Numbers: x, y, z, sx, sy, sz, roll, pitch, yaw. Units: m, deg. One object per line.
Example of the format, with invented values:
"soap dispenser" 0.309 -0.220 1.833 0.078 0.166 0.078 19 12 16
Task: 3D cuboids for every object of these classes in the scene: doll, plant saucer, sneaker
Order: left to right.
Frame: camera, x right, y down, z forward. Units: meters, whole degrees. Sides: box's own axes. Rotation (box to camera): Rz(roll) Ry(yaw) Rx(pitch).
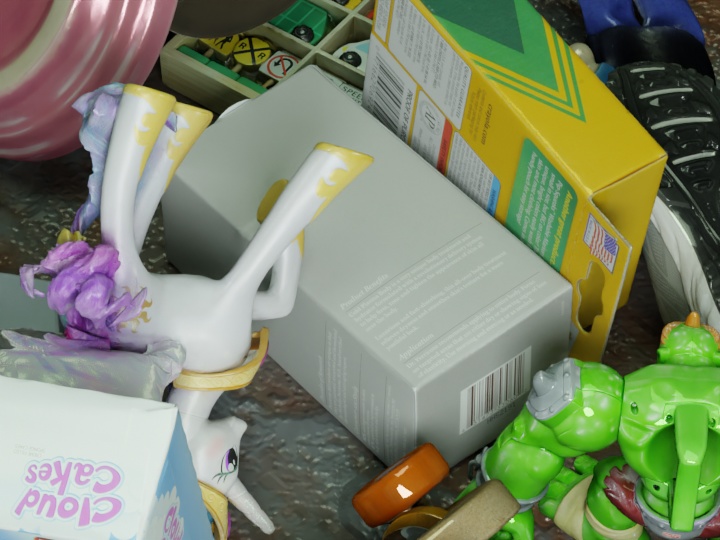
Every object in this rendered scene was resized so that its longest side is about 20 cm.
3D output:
"plant saucer" -0.177 -0.158 1.466 0.051 0.201 0.201 7 34 -49
"doll" 0.158 -0.107 1.501 0.136 0.048 0.200 11 51 -31
"sneaker" 0.163 -0.016 1.399 0.074 0.079 0.200 -9 62 -21

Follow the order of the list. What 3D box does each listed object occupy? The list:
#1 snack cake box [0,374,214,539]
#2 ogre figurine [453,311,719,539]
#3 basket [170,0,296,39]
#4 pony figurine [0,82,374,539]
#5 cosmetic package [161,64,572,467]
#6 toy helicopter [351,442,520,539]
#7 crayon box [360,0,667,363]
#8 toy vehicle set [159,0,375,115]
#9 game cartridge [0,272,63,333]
"snack cake box" -0.129 0.114 1.218 0.115 0.200 0.067 10 66 8
"ogre figurine" 0.149 0.089 1.299 0.200 0.120 0.098 20 52 15
"basket" -0.105 -0.231 1.530 0.136 0.180 0.200 -12 49 -26
"pony figurine" -0.104 0.020 1.289 0.193 0.200 0.167 16 0 -24
"cosmetic package" 0.000 0.000 1.399 0.107 0.090 0.200 -31 54 -24
"toy helicopter" -0.012 0.158 1.246 0.200 0.132 0.079 -37 90 -7
"crayon box" 0.080 -0.055 1.387 0.052 0.126 0.200 -27 62 -22
"toy vehicle set" 0.009 -0.103 1.523 0.200 0.027 0.124 28 55 22
"game cartridge" -0.242 0.058 1.379 0.200 0.040 0.133 -4 53 -4
